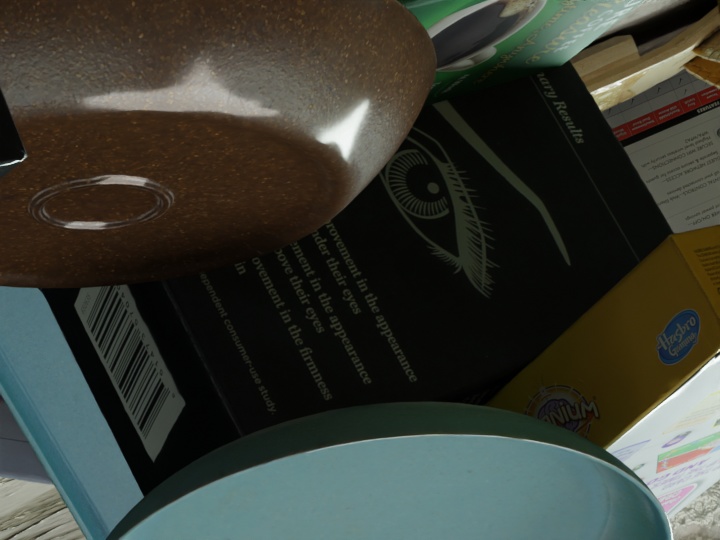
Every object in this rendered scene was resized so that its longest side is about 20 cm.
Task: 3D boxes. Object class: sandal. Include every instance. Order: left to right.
[{"bbox_3d":[0.179,-0.093,1.047,0.210,0.070,0.078,-24,171,3],"label":"sandal"}]

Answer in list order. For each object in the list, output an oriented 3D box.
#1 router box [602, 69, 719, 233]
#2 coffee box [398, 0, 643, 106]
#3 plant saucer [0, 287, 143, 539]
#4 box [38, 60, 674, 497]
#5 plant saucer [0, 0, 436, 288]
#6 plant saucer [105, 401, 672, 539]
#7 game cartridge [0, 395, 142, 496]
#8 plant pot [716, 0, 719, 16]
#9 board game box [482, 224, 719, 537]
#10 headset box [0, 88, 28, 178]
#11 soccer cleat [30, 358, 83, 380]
[{"bbox_3d":[0.166,-0.014,1.121,0.198,0.181,0.049,-22,171,-5],"label":"router box"},{"bbox_3d":[0.012,-0.086,0.737,0.199,0.044,0.123,-18,169,-30],"label":"coffee box"},{"bbox_3d":[-0.100,0.059,0.918,0.069,0.201,0.019,-24,-152,5],"label":"plant saucer"},{"bbox_3d":[0.000,0.000,0.827,0.199,0.149,0.104,-18,158,-29],"label":"box"},{"bbox_3d":[-0.075,-0.034,0.647,0.198,0.037,0.201,-6,161,-2],"label":"plant saucer"},{"bbox_3d":[0.004,0.097,0.753,0.198,0.028,0.201,-6,144,-4],"label":"plant saucer"},{"bbox_3d":[-0.125,0.074,1.006,0.198,0.041,0.133,8,175,-8],"label":"game cartridge"},{"bbox_3d":[0.195,-0.110,0.560,0.194,0.201,0.194,-20,171,-24],"label":"plant pot"},{"bbox_3d":[0.105,0.049,0.818,0.152,0.041,0.200,-11,154,-45],"label":"board game box"},{"bbox_3d":[-0.201,-0.008,0.540,0.199,0.078,0.148,-30,169,40],"label":"headset box"},{"bbox_3d":[-0.069,-0.005,0.957,0.199,0.067,0.076,-26,176,1],"label":"soccer cleat"}]
